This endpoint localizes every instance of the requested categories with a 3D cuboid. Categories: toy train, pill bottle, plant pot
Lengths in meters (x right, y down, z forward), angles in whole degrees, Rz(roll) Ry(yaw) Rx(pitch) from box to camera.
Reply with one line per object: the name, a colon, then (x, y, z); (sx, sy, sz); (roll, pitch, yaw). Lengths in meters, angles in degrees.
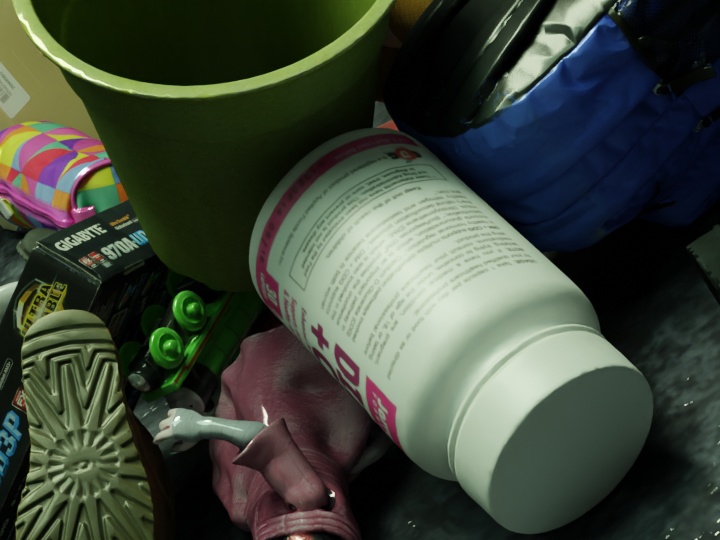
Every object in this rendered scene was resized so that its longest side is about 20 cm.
toy train: (-0.070, 0.003, 1.431); (0.042, 0.056, 0.200); (-23, 28, 44)
pill bottle: (0.043, 0.028, 1.246); (0.113, 0.113, 0.200); (-41, 50, -5)
plant pot: (-0.065, -0.093, 1.343); (0.199, 0.190, 0.201); (-3, 48, 4)

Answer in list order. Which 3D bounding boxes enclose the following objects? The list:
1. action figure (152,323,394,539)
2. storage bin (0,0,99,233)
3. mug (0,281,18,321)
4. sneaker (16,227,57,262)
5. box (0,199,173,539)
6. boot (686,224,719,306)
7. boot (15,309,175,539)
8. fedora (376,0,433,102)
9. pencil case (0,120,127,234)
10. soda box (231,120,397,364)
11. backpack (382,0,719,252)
action figure: (-0.027, 0.119, 1.310); (0.148, 0.135, 0.200); (-5, 30, -6)
storage bin: (-0.256, -0.164, 1.955); (0.199, 0.200, 0.094); (-48, 28, -19)
mug: (-0.254, 0.078, 1.610); (0.200, 0.148, 0.175); (-43, 31, -20)
sneaker: (-0.119, -0.002, 1.572); (0.199, 0.074, 0.089); (22, 83, 34)
box: (-0.164, 0.063, 1.442); (0.201, 0.046, 0.159); (-65, -12, 20)
boot: (0.242, -0.012, 1.162); (0.162, 0.073, 0.198); (-34, 24, 4)
boot: (-0.126, 0.130, 1.337); (0.066, 0.200, 0.176); (-3, 65, 2)
fedora: (0.063, -0.171, 1.444); (0.082, 0.201, 0.201); (28, 67, 38)
pencil case: (-0.203, -0.054, 1.833); (0.088, 0.088, 0.200); (-45, 26, -14)
soda box: (0.000, 0.000, 1.481); (0.070, 0.063, 0.200); (-22, 30, 37)
backpack: (0.127, -0.100, 1.347); (0.200, 0.168, 0.162); (-43, 22, -6)
